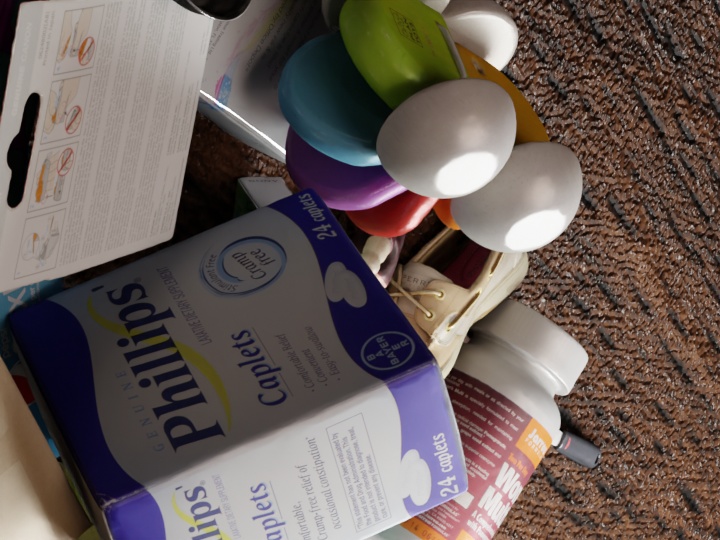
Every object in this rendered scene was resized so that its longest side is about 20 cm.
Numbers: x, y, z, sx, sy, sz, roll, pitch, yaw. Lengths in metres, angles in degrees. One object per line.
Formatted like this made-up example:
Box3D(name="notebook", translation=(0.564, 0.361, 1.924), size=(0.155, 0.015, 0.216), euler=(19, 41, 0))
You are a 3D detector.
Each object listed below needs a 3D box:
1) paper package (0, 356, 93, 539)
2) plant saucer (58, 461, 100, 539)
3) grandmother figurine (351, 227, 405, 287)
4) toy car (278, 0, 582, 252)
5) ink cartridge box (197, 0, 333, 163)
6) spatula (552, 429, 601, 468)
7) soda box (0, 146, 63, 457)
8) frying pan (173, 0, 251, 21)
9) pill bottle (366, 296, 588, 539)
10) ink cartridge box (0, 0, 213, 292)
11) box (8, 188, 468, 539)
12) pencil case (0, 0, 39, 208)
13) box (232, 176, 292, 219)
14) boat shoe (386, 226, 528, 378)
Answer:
Box3D(name="paper package", translation=(-0.261, 0.071, 1.313), size=(0.103, 0.190, 0.200), euler=(-42, 134, -21))
Box3D(name="plant saucer", translation=(-0.128, 0.200, 1.537), size=(0.048, 0.199, 0.200), euler=(-50, 141, -34))
Box3D(name="grandmother figurine", translation=(0.000, 0.000, 1.679), size=(0.060, 0.121, 0.200), euler=(29, 75, -9))
Box3D(name="toy car", translation=(0.027, -0.090, 1.481), size=(0.150, 0.175, 0.200), euler=(-32, 146, 17))
Box3D(name="ink cartridge box", translation=(-0.077, -0.171, 1.486), size=(0.200, 0.085, 0.145), euler=(35, 83, -50))
Box3D(name="spatula", translation=(0.146, 0.128, 1.954), size=(0.200, 0.021, 0.057), euler=(30, 84, -52))
Box3D(name="soda box", translation=(-0.217, 0.022, 1.440), size=(0.068, 0.064, 0.200), euler=(-27, 128, -38))
Box3D(name="frying pan", translation=(-0.089, -0.218, 1.324), size=(0.115, 0.031, 0.190), euler=(43, 40, -47))
Box3D(name="pill bottle", translation=(0.077, 0.123, 1.800), size=(0.200, 0.109, 0.110), euler=(-56, 141, -11))
Box3D(name="ink cartridge box", translation=(-0.152, -0.080, 1.305), size=(0.200, 0.047, 0.160), euler=(-21, 127, -61))
Box3D(name="box", translation=(-0.071, 0.074, 1.390), size=(0.200, 0.184, 0.105), euler=(-24, 131, -10))
Box3D(name="pencil case", translation=(-0.204, -0.109, 1.299), size=(0.085, 0.092, 0.200), euler=(12, 100, -14))
Box3D(name="box", translation=(-0.060, 0.056, 1.582), size=(0.036, 0.144, 0.200), euler=(3, 110, -18))
Box3D(name="boat shoe", translation=(0.046, 0.020, 1.743), size=(0.200, 0.074, 0.069), euler=(-49, 142, -35))
